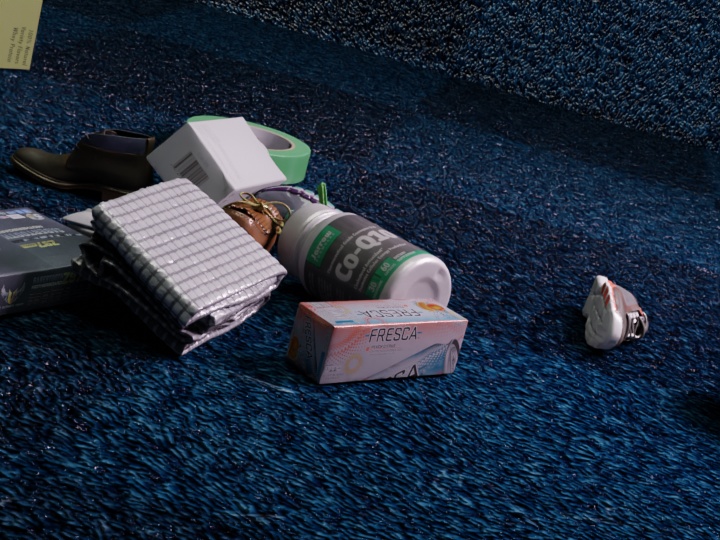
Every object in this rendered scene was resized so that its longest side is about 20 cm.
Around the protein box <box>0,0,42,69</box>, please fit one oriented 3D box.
[{"bbox_3d":[-0.658,-0.455,2.426,0.135,0.199,0.200,27,20,35],"label":"protein box"}]

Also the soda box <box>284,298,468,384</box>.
[{"bbox_3d":[0.019,0.074,1.541,0.199,0.069,0.064,-1,23,-41],"label":"soda box"}]

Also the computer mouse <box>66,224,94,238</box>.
[{"bbox_3d":[-0.252,-0.015,1.671,0.199,0.034,0.059,15,0,-20],"label":"computer mouse"}]

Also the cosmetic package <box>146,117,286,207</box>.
[{"bbox_3d":[-0.188,-0.136,1.919,0.113,0.081,0.200,55,17,5],"label":"cosmetic package"}]

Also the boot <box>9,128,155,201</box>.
[{"bbox_3d":[-0.359,-0.153,1.892,0.199,0.097,0.075,17,17,7],"label":"boot"}]

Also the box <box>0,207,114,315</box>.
[{"bbox_3d":[-0.369,-0.013,1.513,0.157,0.051,0.200,25,19,28],"label":"box"}]

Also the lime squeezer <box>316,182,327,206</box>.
[{"bbox_3d":[-0.017,-0.009,1.795,0.200,0.071,0.038,56,8,21],"label":"lime squeezer"}]

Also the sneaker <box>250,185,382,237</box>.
[{"bbox_3d":[-0.061,-0.053,1.881,0.199,0.075,0.088,18,22,7],"label":"sneaker"}]

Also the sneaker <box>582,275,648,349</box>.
[{"bbox_3d":[0.340,0.058,1.868,0.082,0.077,0.200,22,17,0],"label":"sneaker"}]

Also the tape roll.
[{"bbox_3d":[-0.179,-0.190,2.255,0.200,0.048,0.201,14,17,-4],"label":"tape roll"}]

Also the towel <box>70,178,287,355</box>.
[{"bbox_3d":[-0.191,-0.003,1.516,0.166,0.086,0.200,44,27,8],"label":"towel"}]

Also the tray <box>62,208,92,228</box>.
[{"bbox_3d":[-0.241,-0.041,1.700,0.199,0.022,0.107,15,-1,13],"label":"tray"}]

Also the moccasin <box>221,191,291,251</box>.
[{"bbox_3d":[-0.128,-0.058,1.738,0.074,0.078,0.201,32,2,11],"label":"moccasin"}]

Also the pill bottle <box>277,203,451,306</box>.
[{"bbox_3d":[0.000,0.000,1.686,0.113,0.114,0.200,-3,24,-46],"label":"pill bottle"}]
